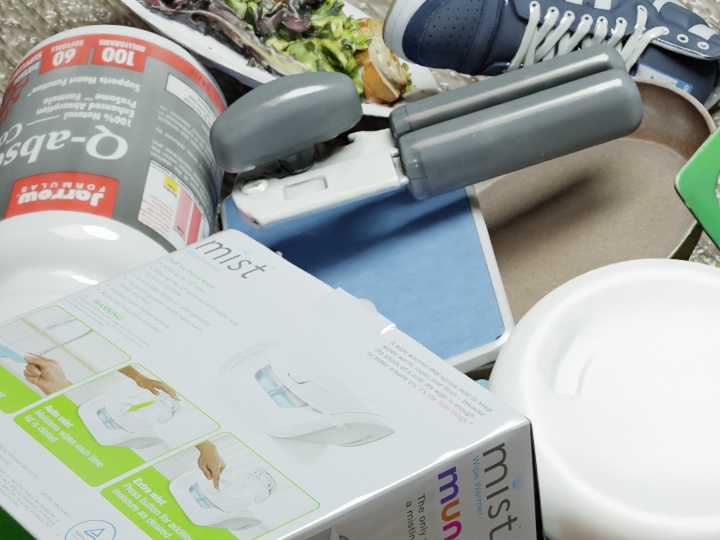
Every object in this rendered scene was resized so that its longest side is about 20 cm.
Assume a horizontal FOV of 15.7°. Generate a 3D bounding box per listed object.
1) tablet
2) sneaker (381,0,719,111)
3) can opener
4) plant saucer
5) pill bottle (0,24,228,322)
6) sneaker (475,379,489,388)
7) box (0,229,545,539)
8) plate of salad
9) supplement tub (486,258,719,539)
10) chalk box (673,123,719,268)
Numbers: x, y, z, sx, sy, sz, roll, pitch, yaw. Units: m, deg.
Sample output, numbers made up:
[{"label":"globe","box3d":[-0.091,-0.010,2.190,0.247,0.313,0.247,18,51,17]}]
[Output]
[{"label":"tablet","box3d":[0.000,0.000,1.249,0.130,0.014,0.200,-22,36,7]},{"label":"sneaker","box3d":[0.111,-0.114,1.336,0.199,0.070,0.109,-7,44,-42]},{"label":"can opener","box3d":[0.030,-0.072,1.229,0.199,0.067,0.053,-18,33,1]},{"label":"plant saucer","box3d":[0.085,-0.014,1.247,0.199,0.035,0.201,-23,33,16]},{"label":"pill bottle","box3d":[-0.129,-0.012,1.235,0.115,0.116,0.201,3,46,3]},{"label":"sneaker","box3d":[-0.014,0.100,1.139,0.199,0.081,0.077,1,41,-11]},{"label":"box","box3d":[-0.061,0.083,0.974,0.176,0.097,0.200,-23,34,-29]},{"label":"plate of salad","box3d":[-0.046,-0.138,1.353,0.199,0.048,0.200,22,22,-9]},{"label":"supplement tub","box3d":[0.117,0.109,1.053,0.144,0.201,0.146,1,51,-1]},{"label":"chalk box","box3d":[0.219,0.018,1.152,0.200,0.124,0.125,43,55,2]}]
